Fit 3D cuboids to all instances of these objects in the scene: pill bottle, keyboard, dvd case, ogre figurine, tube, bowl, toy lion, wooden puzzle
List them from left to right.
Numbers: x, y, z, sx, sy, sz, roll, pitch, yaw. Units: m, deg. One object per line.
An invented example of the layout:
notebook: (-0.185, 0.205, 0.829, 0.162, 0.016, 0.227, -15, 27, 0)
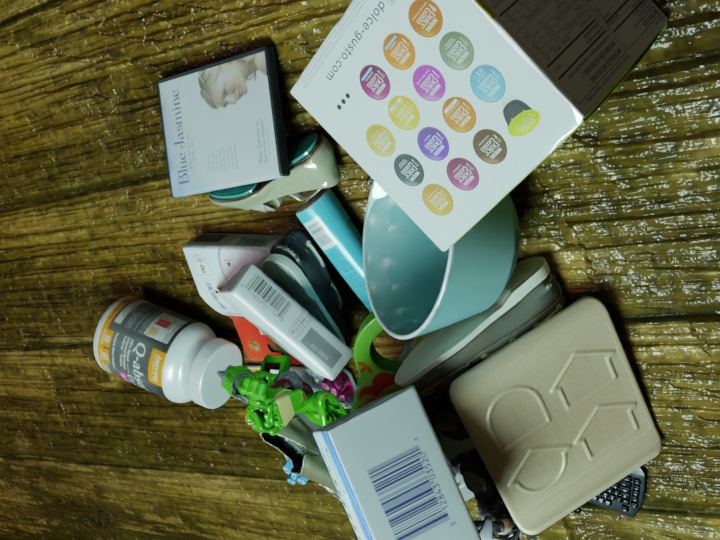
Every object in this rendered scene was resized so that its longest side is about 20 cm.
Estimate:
pill bottle: (-0.273, 0.118, 1.462, 0.197, 0.116, 0.118, 18, 130, 28)
dvd case: (-0.163, -0.168, 1.193, 0.198, 0.017, 0.146, -6, 93, 42)
ogre figurine: (-0.096, 0.161, 1.301, 0.119, 0.197, 0.100, 15, 102, 49)
tube: (0.000, 0.000, 1.207, 0.201, 0.050, 0.077, 56, 165, -12)
toy lion: (0.063, 0.129, 1.178, 0.190, 0.069, 0.201, -32, 109, 24)
bowl: (0.088, -0.033, 1.035, 0.200, 0.103, 0.205, -178, 90, -66)
wooden puzzle: (0.203, 0.150, 1.077, 0.202, 0.183, 0.046, 61, 175, -21)
keyboard: (0.232, 0.247, 1.208, 0.197, 0.040, 0.106, 16, 128, 31)

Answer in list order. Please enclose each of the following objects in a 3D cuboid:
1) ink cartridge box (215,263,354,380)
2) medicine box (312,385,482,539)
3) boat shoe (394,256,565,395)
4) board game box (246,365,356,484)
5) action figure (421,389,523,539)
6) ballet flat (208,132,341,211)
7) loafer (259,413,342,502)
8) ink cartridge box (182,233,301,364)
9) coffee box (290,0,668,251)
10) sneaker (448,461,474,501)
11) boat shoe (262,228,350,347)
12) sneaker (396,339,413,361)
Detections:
ink cartridge box: (-0.098, 0.061, 1.262, 0.160, 0.047, 0.200, 41, 172, -10)
medicine box: (0.035, 0.227, 1.054, 0.200, 0.101, 0.185, 122, 124, -79)
boat shoe: (0.126, 0.069, 1.068, 0.061, 0.201, 0.072, 53, 176, -18)
board game box: (-0.061, 0.224, 1.432, 0.197, 0.026, 0.203, -2, 119, 40)
action figure: (0.127, 0.227, 1.128, 0.069, 0.131, 0.202, -27, 109, 11)
ballet flat: (-0.099, -0.101, 1.205, 0.198, 0.069, 0.070, -13, 112, 43)
loafer: (-0.061, 0.262, 1.388, 0.199, 0.070, 0.076, 41, 138, 7)
ink cartridge box: (-0.135, 0.048, 1.351, 0.160, 0.057, 0.203, 3, 117, 37)
coffee box: (0.102, -0.182, 0.877, 0.198, 0.200, 0.200, 46, 138, 0)
sneaker: (0.094, 0.288, 1.319, 0.081, 0.076, 0.199, 30, 144, -22)
boat shoe: (-0.051, 0.035, 1.262, 0.075, 0.061, 0.201, 13, 145, 31)
sneaker: (0.051, 0.153, 1.250, 0.075, 0.087, 0.201, 39, 135, 11)
